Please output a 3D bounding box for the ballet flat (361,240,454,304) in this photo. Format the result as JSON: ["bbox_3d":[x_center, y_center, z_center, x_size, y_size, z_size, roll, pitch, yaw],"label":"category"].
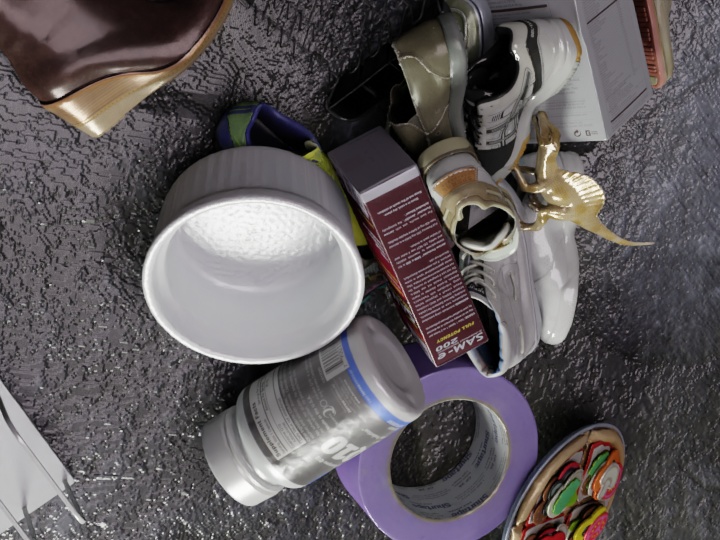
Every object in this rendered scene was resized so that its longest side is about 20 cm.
[{"bbox_3d":[0.000,0.000,1.516,0.200,0.069,0.071,-33,97,-13],"label":"ballet flat"}]

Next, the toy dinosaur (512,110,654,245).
[{"bbox_3d":[0.197,-0.065,1.486,0.200,0.101,0.058,48,51,-32],"label":"toy dinosaur"}]

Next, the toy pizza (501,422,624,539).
[{"bbox_3d":[0.225,0.256,1.646,0.200,0.032,0.201,-29,135,-33],"label":"toy pizza"}]

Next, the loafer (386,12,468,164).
[{"bbox_3d":[0.056,-0.144,1.384,0.069,0.075,0.200,-9,134,-7],"label":"loafer"}]

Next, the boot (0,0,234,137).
[{"bbox_3d":[-0.225,-0.230,1.345,0.200,0.072,0.166,-43,119,1],"label":"boot"}]

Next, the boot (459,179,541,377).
[{"bbox_3d":[0.128,0.004,1.521,0.073,0.096,0.201,-10,103,29],"label":"boot"}]

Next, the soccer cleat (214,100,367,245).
[{"bbox_3d":[-0.048,-0.088,1.444,0.200,0.084,0.065,37,61,-23],"label":"soccer cleat"}]

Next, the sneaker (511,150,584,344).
[{"bbox_3d":[0.177,-0.023,1.577,0.088,0.075,0.201,-1,100,-9],"label":"sneaker"}]

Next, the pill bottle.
[{"bbox_3d":[-0.048,0.139,1.477,0.200,0.114,0.114,-33,118,19],"label":"pill bottle"}]

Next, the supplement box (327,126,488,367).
[{"bbox_3d":[0.044,-0.022,1.420,0.061,0.109,0.200,-28,119,-5],"label":"supplement box"}]

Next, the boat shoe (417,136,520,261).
[{"bbox_3d":[0.105,-0.046,1.402,0.075,0.069,0.200,-28,151,11],"label":"boat shoe"}]

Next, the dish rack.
[{"bbox_3d":[-0.026,-0.243,1.393,0.200,0.055,0.153,38,125,-26],"label":"dish rack"}]

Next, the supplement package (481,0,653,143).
[{"bbox_3d":[0.191,-0.235,1.465,0.114,0.109,0.201,-40,121,-45],"label":"supplement package"}]

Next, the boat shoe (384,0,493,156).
[{"bbox_3d":[0.070,-0.168,1.456,0.062,0.072,0.201,-22,136,-54],"label":"boat shoe"}]

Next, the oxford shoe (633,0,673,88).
[{"bbox_3d":[0.297,-0.283,1.535,0.074,0.071,0.201,-19,112,-18],"label":"oxford shoe"}]

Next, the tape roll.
[{"bbox_3d":[0.076,0.180,1.584,0.199,0.085,0.201,-6,108,-19],"label":"tape roll"}]

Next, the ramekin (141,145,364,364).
[{"bbox_3d":[-0.097,-0.018,1.411,0.200,0.098,0.201,-1,131,-1],"label":"ramekin"}]

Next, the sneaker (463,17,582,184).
[{"bbox_3d":[0.119,-0.156,1.415,0.087,0.076,0.200,-2,137,-34],"label":"sneaker"}]

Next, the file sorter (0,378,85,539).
[{"bbox_3d":[-0.372,0.219,1.400,0.200,0.125,0.139,-34,115,-8],"label":"file sorter"}]
